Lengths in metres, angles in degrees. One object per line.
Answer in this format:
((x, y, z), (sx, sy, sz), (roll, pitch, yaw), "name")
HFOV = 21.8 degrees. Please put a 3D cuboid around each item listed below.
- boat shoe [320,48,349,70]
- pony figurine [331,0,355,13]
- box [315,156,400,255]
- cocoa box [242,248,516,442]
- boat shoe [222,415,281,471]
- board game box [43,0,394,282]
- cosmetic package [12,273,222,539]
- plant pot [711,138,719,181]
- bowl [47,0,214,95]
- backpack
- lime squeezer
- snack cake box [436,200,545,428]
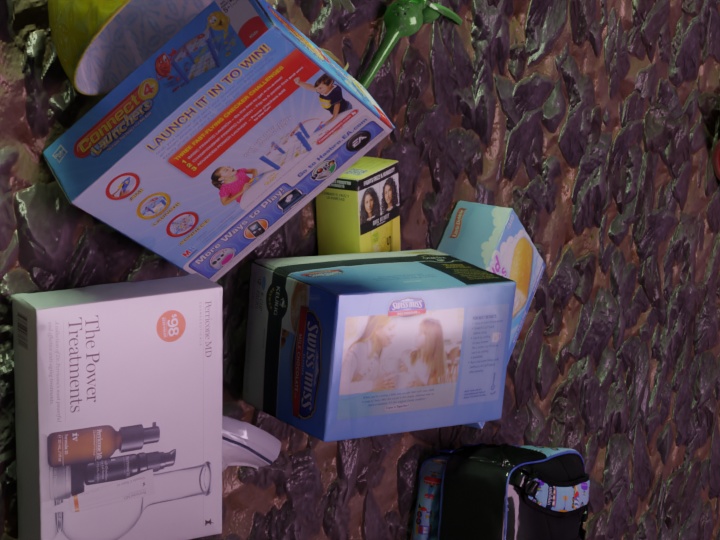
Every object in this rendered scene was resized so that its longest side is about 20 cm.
((-0.063, -0.140, 1.572), (0.200, 0.063, 0.073), (-34, 126, -51), "boat shoe")
((0.024, -0.341, 1.600), (0.200, 0.166, 0.193), (42, 54, -38), "pony figurine")
((0.000, 0.000, 1.728), (0.075, 0.050, 0.200), (-27, 121, -54), "box")
((0.017, 0.061, 1.630), (0.200, 0.131, 0.134), (-4, 106, -36), "cocoa box")
((-0.147, 0.139, 1.517), (0.200, 0.073, 0.067), (27, 79, -45), "boat shoe")
((-0.103, -0.098, 1.417), (0.200, 0.056, 0.196), (-40, 148, 9), "board game box")
((-0.180, 0.110, 1.404), (0.151, 0.052, 0.200), (-8, 107, -31), "cosmetic package")
((0.593, -0.210, 2.533), (0.201, 0.200, 0.196), (61, 39, -46), "plant pot")
((-0.152, -0.227, 1.335), (0.108, 0.200, 0.200), (53, 36, 7), "bowl")
((0.158, 0.265, 1.983), (0.200, 0.134, 0.183), (-8, 105, -57), "backpack")
((0.054, -0.228, 1.765), (0.200, 0.038, 0.071), (-41, 132, -47), "lime squeezer")
((0.111, 0.044, 1.910), (0.200, 0.067, 0.115), (-66, 147, -22), "snack cake box")
